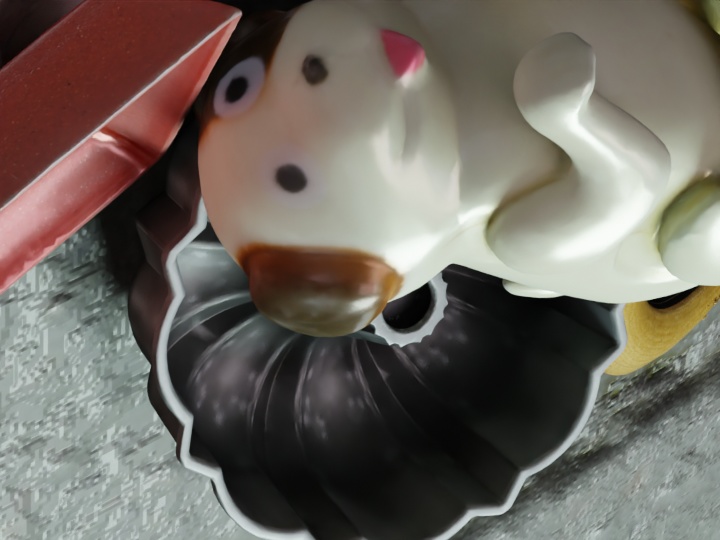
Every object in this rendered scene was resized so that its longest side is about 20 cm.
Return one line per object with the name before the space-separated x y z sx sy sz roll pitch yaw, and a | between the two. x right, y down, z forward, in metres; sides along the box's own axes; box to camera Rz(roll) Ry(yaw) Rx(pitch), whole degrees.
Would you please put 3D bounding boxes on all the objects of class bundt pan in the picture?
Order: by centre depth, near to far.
bundt pan | 0.000 0.000 1.077 0.201 0.076 0.203 -11 114 -26

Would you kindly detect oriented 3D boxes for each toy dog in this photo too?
toy dog | 0.042 -0.050 0.968 0.199 0.140 0.194 -6 163 -25

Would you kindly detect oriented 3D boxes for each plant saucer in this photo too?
plant saucer | -0.133 -0.007 0.895 0.200 0.037 0.200 -40 179 -15

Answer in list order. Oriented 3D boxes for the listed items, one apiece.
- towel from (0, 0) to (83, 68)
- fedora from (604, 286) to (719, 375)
towel | -0.108 -0.093 0.847 0.191 0.032 0.200 -42 170 -48
fedora | 0.118 -0.054 1.202 0.201 0.082 0.201 -48 152 -36
